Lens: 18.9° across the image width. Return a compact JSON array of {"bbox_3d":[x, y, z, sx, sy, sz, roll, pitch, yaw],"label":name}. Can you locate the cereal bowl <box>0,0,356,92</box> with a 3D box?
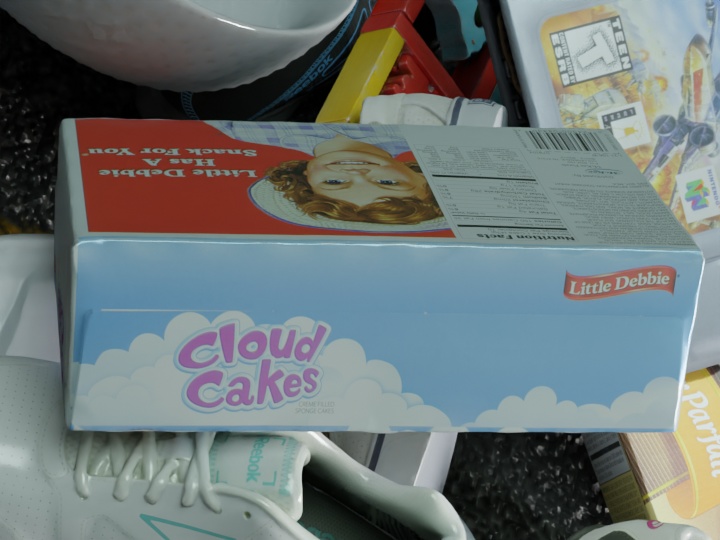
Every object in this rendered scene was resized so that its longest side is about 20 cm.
[{"bbox_3d":[-0.095,-0.146,0.793,0.200,0.083,0.201,34,37,-31],"label":"cereal bowl"}]

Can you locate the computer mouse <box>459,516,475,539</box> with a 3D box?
[{"bbox_3d":[0.020,0.171,0.818,0.109,0.044,0.201,7,63,-19],"label":"computer mouse"}]

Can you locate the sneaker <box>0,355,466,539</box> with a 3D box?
[{"bbox_3d":[-0.057,0.066,0.706,0.199,0.080,0.071,18,62,-13],"label":"sneaker"}]

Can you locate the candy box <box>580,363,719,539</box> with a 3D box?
[{"bbox_3d":[0.155,0.064,0.893,0.115,0.055,0.201,-17,80,-14],"label":"candy box"}]

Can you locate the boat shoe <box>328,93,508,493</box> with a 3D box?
[{"bbox_3d":[0.005,0.027,0.816,0.069,0.071,0.201,9,81,12],"label":"boat shoe"}]

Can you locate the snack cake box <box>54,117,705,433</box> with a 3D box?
[{"bbox_3d":[0.000,0.000,0.714,0.198,0.068,0.115,1,24,-10],"label":"snack cake box"}]

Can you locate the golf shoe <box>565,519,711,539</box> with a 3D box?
[{"bbox_3d":[0.119,0.193,0.814,0.077,0.088,0.201,-13,80,-40],"label":"golf shoe"}]

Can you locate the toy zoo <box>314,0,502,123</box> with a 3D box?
[{"bbox_3d":[0.044,-0.062,0.917,0.131,0.020,0.201,50,51,-33],"label":"toy zoo"}]

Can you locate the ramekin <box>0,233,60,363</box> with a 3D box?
[{"bbox_3d":[-0.115,0.096,0.768,0.201,0.094,0.204,10,63,-19],"label":"ramekin"}]

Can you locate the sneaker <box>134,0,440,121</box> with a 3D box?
[{"bbox_3d":[-0.006,-0.119,0.925,0.073,0.082,0.200,45,56,7],"label":"sneaker"}]

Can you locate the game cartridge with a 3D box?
[{"bbox_3d":[0.124,-0.063,0.848,0.132,0.042,0.201,-15,93,-10],"label":"game cartridge"}]
